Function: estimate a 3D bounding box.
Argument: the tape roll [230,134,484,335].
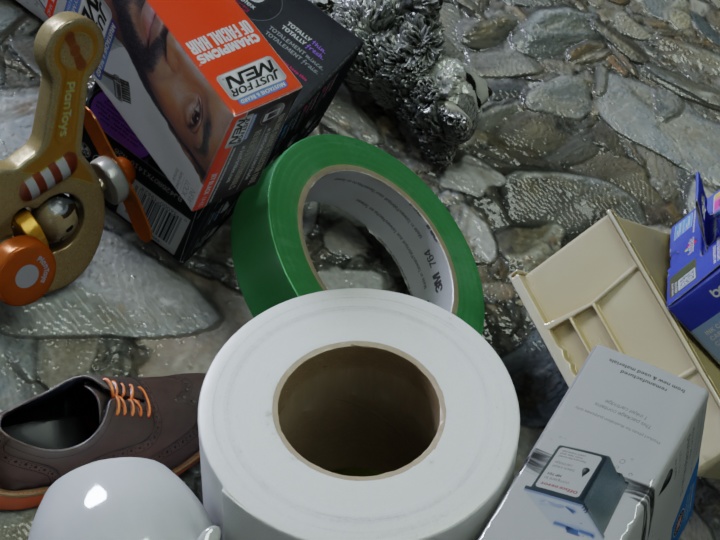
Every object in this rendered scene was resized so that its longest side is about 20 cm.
[{"bbox_3d":[0.000,0.000,1.501,0.200,0.048,0.201,26,45,-30],"label":"tape roll"}]

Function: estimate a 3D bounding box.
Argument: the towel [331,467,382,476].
[{"bbox_3d":[-0.005,0.132,1.460,0.086,0.018,0.200,21,47,-17],"label":"towel"}]

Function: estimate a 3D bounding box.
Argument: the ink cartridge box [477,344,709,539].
[{"bbox_3d":[0.136,0.172,1.309,0.086,0.147,0.200,21,55,19],"label":"ink cartridge box"}]

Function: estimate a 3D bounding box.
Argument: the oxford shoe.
[{"bbox_3d":[-0.158,0.101,1.367,0.200,0.073,0.071,-17,63,-35],"label":"oxford shoe"}]

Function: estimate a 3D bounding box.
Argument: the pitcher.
[{"bbox_3d":[-0.114,0.206,1.245,0.121,0.171,0.200,28,39,-50],"label":"pitcher"}]

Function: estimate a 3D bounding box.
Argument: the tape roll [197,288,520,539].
[{"bbox_3d":[-0.002,0.130,1.337,0.202,0.139,0.203,1,49,-1],"label":"tape roll"}]

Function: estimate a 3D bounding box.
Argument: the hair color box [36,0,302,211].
[{"bbox_3d":[-0.133,-0.154,1.409,0.064,0.111,0.200,-27,69,-34],"label":"hair color box"}]

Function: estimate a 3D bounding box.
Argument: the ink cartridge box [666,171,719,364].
[{"bbox_3d":[0.286,0.023,1.474,0.200,0.076,0.137,44,25,-12],"label":"ink cartridge box"}]

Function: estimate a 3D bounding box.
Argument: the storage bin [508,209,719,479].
[{"bbox_3d":[0.235,0.072,1.519,0.200,0.094,0.199,14,43,-54],"label":"storage bin"}]

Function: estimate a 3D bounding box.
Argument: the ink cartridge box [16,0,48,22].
[{"bbox_3d":[-0.250,-0.290,1.577,0.200,0.145,0.083,37,48,4],"label":"ink cartridge box"}]

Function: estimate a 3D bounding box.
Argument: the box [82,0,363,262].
[{"bbox_3d":[-0.109,-0.122,1.543,0.122,0.106,0.200,38,48,5],"label":"box"}]

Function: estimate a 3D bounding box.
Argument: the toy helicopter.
[{"bbox_3d":[-0.197,-0.077,1.412,0.132,0.201,0.079,-8,30,-38],"label":"toy helicopter"}]

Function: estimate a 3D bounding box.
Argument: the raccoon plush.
[{"bbox_3d":[0.003,-0.144,1.657,0.199,0.097,0.134,-11,70,1],"label":"raccoon plush"}]
